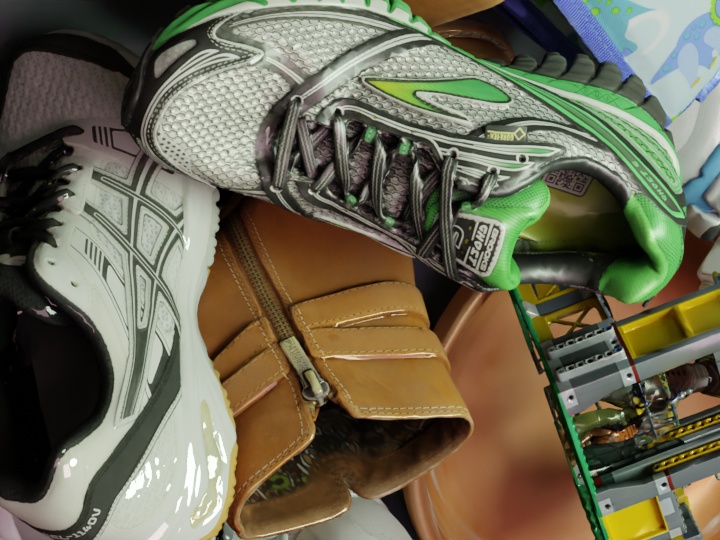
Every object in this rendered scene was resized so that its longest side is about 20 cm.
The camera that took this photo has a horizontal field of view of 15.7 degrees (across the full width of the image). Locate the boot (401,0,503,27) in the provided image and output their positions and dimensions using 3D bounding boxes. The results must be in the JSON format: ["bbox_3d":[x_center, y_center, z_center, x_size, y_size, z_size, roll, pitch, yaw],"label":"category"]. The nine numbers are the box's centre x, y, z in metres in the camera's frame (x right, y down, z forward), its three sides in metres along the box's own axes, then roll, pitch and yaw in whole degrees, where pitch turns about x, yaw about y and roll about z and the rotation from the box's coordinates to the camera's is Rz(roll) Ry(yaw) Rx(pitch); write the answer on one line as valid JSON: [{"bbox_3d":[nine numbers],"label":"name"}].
[{"bbox_3d":[-0.031,-0.130,0.821,0.200,0.188,0.069,31,56,-27],"label":"boot"}]

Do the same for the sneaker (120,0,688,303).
[{"bbox_3d":[0.020,-0.040,0.851,0.199,0.085,0.078,9,123,-17],"label":"sneaker"}]

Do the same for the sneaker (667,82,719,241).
[{"bbox_3d":[0.145,-0.118,1.003,0.086,0.075,0.200,28,83,0],"label":"sneaker"}]

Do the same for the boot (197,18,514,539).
[{"bbox_3d":[0.000,0.000,0.916,0.200,0.155,0.077,-26,134,-15],"label":"boot"}]

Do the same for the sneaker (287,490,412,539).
[{"bbox_3d":[0.029,0.175,1.055,0.075,0.088,0.200,-39,124,-10],"label":"sneaker"}]

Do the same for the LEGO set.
[{"bbox_3d":[0.132,0.049,0.972,0.116,0.154,0.201,-20,113,1],"label":"LEGO set"}]

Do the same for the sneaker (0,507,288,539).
[{"bbox_3d":[-0.066,0.093,0.951,0.200,0.082,0.075,49,42,-51],"label":"sneaker"}]

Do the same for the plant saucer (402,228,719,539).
[{"bbox_3d":[0.102,0.053,1.071,0.199,0.037,0.201,-12,117,-24],"label":"plant saucer"}]

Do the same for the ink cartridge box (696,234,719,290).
[{"bbox_3d":[0.244,-0.033,1.047,0.200,0.083,0.147,-57,135,-9],"label":"ink cartridge box"}]

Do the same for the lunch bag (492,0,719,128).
[{"bbox_3d":[0.097,-0.170,0.916,0.170,0.127,0.200,-48,115,-2],"label":"lunch bag"}]

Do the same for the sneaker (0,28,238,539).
[{"bbox_3d":[-0.094,-0.002,0.852,0.076,0.201,0.088,-28,150,25],"label":"sneaker"}]
